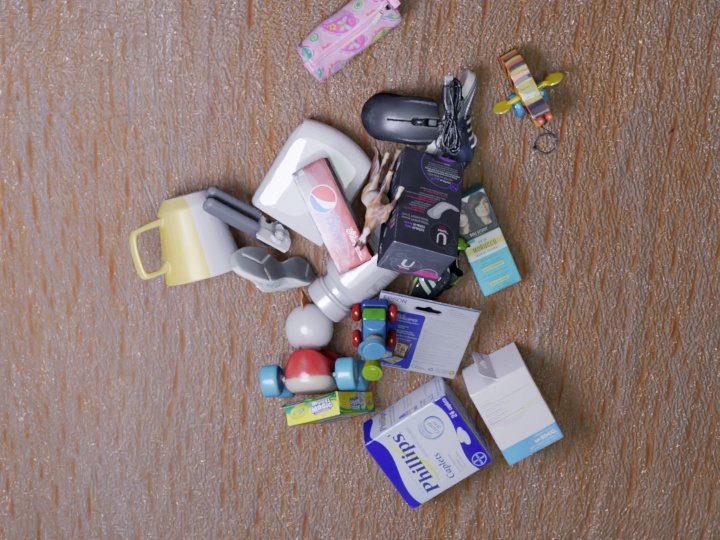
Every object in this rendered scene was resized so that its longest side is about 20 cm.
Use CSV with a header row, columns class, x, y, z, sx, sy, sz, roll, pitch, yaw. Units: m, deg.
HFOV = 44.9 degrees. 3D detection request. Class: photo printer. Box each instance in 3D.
class,x,y,z,sx,sy,sz,roll,pitch,yaw
photo printer,-0.085,-0.169,1.627,0.166,0.070,0.201,32,104,-11

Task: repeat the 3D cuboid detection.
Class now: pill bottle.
class,x,y,z,sx,sy,sz,roll,pitch,yaw
pill bottle,0.000,0.000,1.659,0.200,0.114,0.114,-43,104,10

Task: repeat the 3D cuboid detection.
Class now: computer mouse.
class,x,y,z,sx,sy,sz,roll,pitch,yaw
computer mouse,0.084,-0.278,1.568,0.198,0.053,0.140,5,104,24

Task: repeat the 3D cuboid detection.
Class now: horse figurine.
class,x,y,z,sx,sy,sz,roll,pitch,yaw
horse figurine,0.033,-0.138,1.538,0.049,0.201,0.133,18,125,-16

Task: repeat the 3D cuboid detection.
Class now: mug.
class,x,y,z,sx,sy,sz,roll,pitch,yaw
mug,-0.314,-0.062,1.606,0.148,0.186,0.155,-9,100,24

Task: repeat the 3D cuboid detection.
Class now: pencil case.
class,x,y,z,sx,sy,sz,roll,pitch,yaw
pencil case,-0.018,-0.423,1.544,0.199,0.088,0.088,-34,105,10

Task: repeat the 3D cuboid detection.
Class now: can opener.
class,x,y,z,sx,sy,sz,roll,pitch,yaw
can opener,-0.210,-0.086,1.614,0.066,0.053,0.199,-27,137,35

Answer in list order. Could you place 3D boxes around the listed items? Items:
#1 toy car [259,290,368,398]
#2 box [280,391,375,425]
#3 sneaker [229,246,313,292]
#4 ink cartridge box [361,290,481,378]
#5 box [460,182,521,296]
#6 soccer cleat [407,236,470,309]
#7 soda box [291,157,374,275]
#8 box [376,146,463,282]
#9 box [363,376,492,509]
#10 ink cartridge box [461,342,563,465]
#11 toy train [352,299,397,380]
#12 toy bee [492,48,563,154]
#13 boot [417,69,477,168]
class,x,y,z,sx,sy,sz,roll,pitch,yaw
toy car,-0.093,0.140,1.701,0.182,0.177,0.202,-6,79,11
box,-0.061,0.266,1.686,0.116,0.200,0.049,-16,74,22
sneaker,-0.177,0.009,1.633,0.080,0.199,0.071,-30,63,31
ink cartridge box,0.115,0.117,1.698,0.195,0.047,0.201,12,129,-4
box,0.235,-0.059,1.681,0.082,0.049,0.201,-24,106,6
soccer cleat,0.148,0.018,1.676,0.081,0.067,0.202,31,119,21
soda box,-0.048,-0.098,1.561,0.069,0.063,0.202,-25,94,7
box,0.107,-0.100,1.562,0.121,0.202,0.106,14,151,-12
box,0.135,0.350,1.776,0.199,0.105,0.185,-34,105,9
ink cartridge box,0.295,0.253,1.737,0.124,0.129,0.201,-28,106,7
toy train,0.024,0.161,1.639,0.084,0.116,0.201,2,132,2
toy bee,0.319,-0.306,1.577,0.200,0.109,0.131,39,101,-12
boot,0.183,-0.264,1.613,0.090,0.073,0.201,23,113,-16
